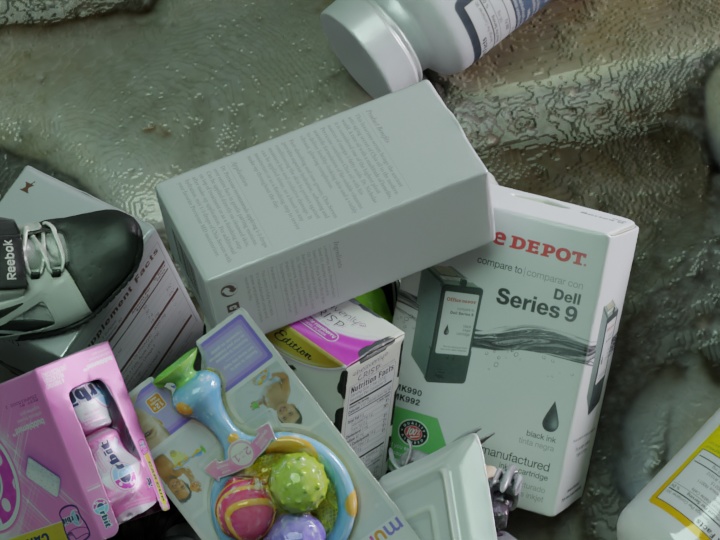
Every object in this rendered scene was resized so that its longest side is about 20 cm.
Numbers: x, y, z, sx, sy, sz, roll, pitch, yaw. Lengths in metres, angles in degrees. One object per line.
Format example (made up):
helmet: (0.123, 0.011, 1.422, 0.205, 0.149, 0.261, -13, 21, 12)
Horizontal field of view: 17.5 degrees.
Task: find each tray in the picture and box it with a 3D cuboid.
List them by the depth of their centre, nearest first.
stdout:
tray: (0.051, 0.214, 1.499, 0.107, 0.022, 0.202, -31, 60, 46)

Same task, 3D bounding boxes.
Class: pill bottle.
pill bottle: (0.243, 0.166, 1.565, 0.200, 0.104, 0.104, -44, 62, -13)
pill bottle: (0.071, -0.224, 1.805, 0.200, 0.120, 0.120, -39, 61, -11)

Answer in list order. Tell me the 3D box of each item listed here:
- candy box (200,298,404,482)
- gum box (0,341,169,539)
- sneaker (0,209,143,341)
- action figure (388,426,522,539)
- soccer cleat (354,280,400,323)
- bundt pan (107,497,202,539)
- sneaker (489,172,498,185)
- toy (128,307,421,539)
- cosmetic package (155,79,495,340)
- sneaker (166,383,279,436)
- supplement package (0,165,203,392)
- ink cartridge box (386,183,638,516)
candy box: (-0.046, 0.098, 1.597, 0.136, 0.201, 0.061, 33, 43, 32)
gum box: (-0.216, 0.128, 1.508, 0.066, 0.199, 0.114, -22, 90, -45)
sneaker: (-0.240, 0.004, 1.531, 0.199, 0.089, 0.074, -23, 60, 1)
action figure: (0.086, 0.191, 1.556, 0.200, 0.130, 0.069, 48, 47, 11)
soccer cleat: (0.000, 0.000, 1.670, 0.067, 0.082, 0.200, -2, 19, 2)
bundt pan: (-0.150, 0.208, 1.572, 0.200, 0.076, 0.202, -20, 14, 5)
sneaker: (0.088, -0.024, 1.718, 0.099, 0.075, 0.200, -30, 68, -30)
toy: (-0.061, 0.138, 1.478, 0.115, 0.047, 0.201, -36, 92, 9)
cosmetic package: (-0.022, -0.038, 1.529, 0.199, 0.072, 0.102, -22, 48, -10)
sneaker: (-0.122, 0.108, 1.580, 0.198, 0.081, 0.115, -13, 15, 24)
supplement package: (-0.198, 0.039, 1.668, 0.116, 0.200, 0.118, 25, 69, 24)
ink cartridge box: (0.097, 0.050, 1.614, 0.145, 0.084, 0.202, 14, 100, 19)
